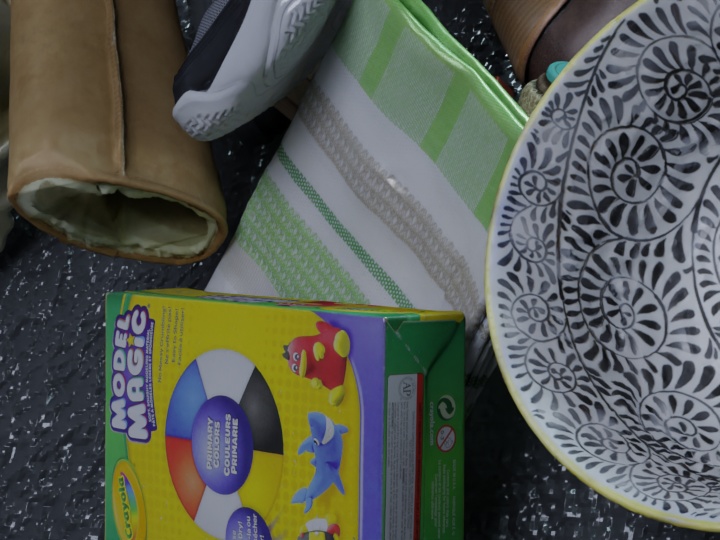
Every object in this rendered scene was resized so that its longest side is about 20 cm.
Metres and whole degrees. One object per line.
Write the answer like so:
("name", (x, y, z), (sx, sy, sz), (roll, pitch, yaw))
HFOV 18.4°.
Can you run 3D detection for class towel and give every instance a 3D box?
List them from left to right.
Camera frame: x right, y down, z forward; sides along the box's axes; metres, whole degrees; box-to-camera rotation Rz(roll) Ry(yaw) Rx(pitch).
("towel", (0.000, 0.000, 0.881), (0.149, 0.031, 0.200), (50, 127, 32))

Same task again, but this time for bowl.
("bowl", (0.150, 0.000, 0.753), (0.200, 0.094, 0.201), (-12, 65, 28))

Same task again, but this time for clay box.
("clay box", (-0.043, 0.068, 0.879), (0.200, 0.047, 0.115), (3, 93, 47))

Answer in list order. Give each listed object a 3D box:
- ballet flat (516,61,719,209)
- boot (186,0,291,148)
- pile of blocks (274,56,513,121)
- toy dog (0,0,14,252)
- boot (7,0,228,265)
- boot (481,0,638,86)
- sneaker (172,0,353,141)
("ballet flat", (0.155, -0.029, 0.843), (0.199, 0.076, 0.068), (8, 20, 5))
("boot", (0.021, -0.157, 1.024), (0.199, 0.066, 0.165), (-18, 57, 17))
("pile of blocks", (0.037, -0.056, 0.940), (0.200, 0.082, 0.062), (38, 85, 26))
("toy dog", (-0.221, -0.128, 1.073), (0.140, 0.194, 0.200), (-45, 49, 18))
("boot", (-0.141, -0.111, 0.949), (0.066, 0.175, 0.201), (-50, 38, 46))
("boot", (0.161, -0.121, 0.923), (0.200, 0.072, 0.167), (-39, 63, 3))
("sneaker", (-0.038, -0.156, 0.886), (0.114, 0.075, 0.200), (37, 102, 9))
